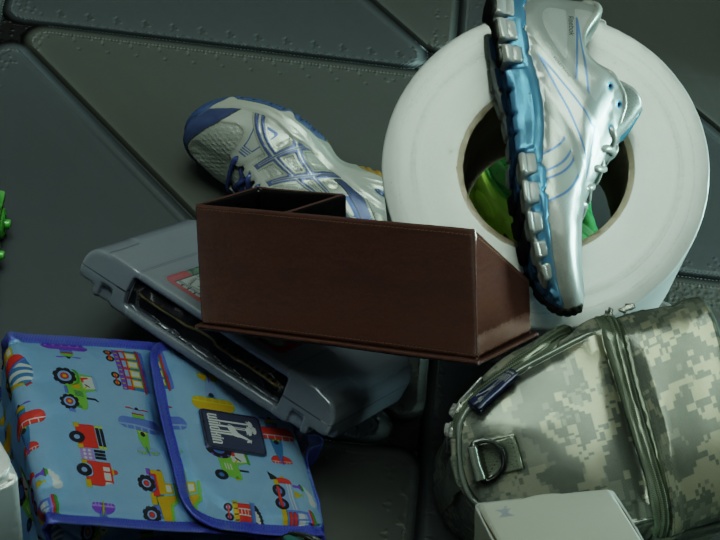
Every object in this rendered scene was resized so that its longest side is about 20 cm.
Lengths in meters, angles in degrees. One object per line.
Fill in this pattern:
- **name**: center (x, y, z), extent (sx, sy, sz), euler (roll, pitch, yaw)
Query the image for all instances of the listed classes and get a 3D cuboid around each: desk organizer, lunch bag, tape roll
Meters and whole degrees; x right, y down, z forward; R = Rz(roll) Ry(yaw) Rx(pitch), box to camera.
- **desk organizer**: center (0.000, 0.000, 1.158), extent (0.199, 0.078, 0.072), euler (6, 15, 32)
- **lunch bag**: center (0.128, 0.106, 1.156), extent (0.167, 0.200, 0.140), euler (-14, 78, -5)
- **lunch bag**: center (-0.117, 0.121, 1.210), extent (0.199, 0.094, 0.151), euler (0, 44, -23)
- **tape roll**: center (0.115, -0.047, 1.254), extent (0.201, 0.139, 0.204), euler (-1, 78, 3)

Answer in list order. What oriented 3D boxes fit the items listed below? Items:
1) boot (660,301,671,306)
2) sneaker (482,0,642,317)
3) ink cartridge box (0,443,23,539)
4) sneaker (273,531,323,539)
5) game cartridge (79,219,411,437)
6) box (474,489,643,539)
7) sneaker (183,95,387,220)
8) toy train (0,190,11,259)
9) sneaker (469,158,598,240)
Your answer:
- **boot**: center (0.233, 0.071, 1.268), extent (0.073, 0.096, 0.200), euler (-19, 54, -21)
- **sneaker**: center (0.126, -0.073, 1.153), extent (0.086, 0.075, 0.201), euler (-5, 77, -4)
- **ink cartridge box**: center (-0.250, 0.134, 1.098), extent (0.084, 0.201, 0.145), euler (-20, 54, -22)
- **sneaker**: center (-0.013, 0.196, 1.147), extent (0.199, 0.080, 0.072), euler (0, 49, -6)
- **game cartridge**: center (-0.068, 0.032, 1.273), extent (0.199, 0.041, 0.133), euler (32, 19, 18)
- **box**: center (0.104, 0.223, 1.055), extent (0.082, 0.201, 0.068), euler (-6, 24, -10)
- **sneaker**: center (-0.050, -0.050, 1.357), extent (0.199, 0.075, 0.088), euler (28, 53, 18)
- **toy train**: center (-0.264, 0.016, 1.292), extent (0.041, 0.057, 0.201), euler (4, 50, -2)
- **sneaker**: center (0.117, -0.055, 1.383), extent (0.083, 0.074, 0.201), euler (-21, 65, -23)
